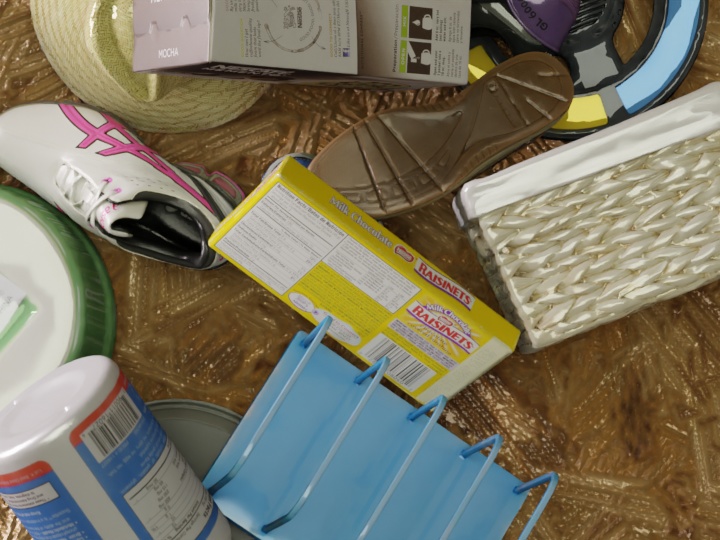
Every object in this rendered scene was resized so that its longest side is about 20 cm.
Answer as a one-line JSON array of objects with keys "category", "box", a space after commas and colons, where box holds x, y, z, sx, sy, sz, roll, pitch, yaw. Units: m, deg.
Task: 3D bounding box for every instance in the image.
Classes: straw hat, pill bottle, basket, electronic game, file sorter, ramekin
[{"category": "straw hat", "box": [-0.148, -0.167, 1.538, 0.199, 0.085, 0.203, 4, 119, 7]}, {"category": "pill bottle", "box": [-0.155, 0.165, 1.484, 0.112, 0.112, 0.201, -33, 109, -3]}, {"category": "basket", "box": [0.176, -0.032, 1.551, 0.199, 0.136, 0.124, -22, 87, -2]}, {"category": "electronic game", "box": [0.149, -0.192, 1.607, 0.198, 0.042, 0.202, -1, 83, 5]}, {"category": "file sorter", "box": [0.014, 0.144, 1.516, 0.199, 0.123, 0.139, 34, 74, -4]}, {"category": "ramekin", "box": [-0.273, 0.033, 1.562, 0.198, 0.098, 0.202, 0, 84, 0]}]

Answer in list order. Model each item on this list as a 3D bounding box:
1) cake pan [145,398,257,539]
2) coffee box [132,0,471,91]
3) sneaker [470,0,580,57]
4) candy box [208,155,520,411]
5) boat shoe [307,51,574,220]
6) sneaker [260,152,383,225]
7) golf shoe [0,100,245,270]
[{"category": "cake pan", "box": [-0.131, 0.190, 1.578, 0.198, 0.037, 0.202, 0, 84, 0]}, {"category": "coffee box", "box": [-0.039, -0.165, 1.484, 0.199, 0.113, 0.081, 2, 91, -33]}, {"category": "sneaker", "box": [0.055, -0.206, 1.572, 0.199, 0.076, 0.088, 26, 94, 14]}, {"category": "candy box", "box": [0.002, 0.011, 1.517, 0.199, 0.102, 0.027, 37, 46, -12]}, {"category": "boat shoe", "box": [0.053, -0.082, 1.546, 0.199, 0.072, 0.072, -29, 77, -11]}, {"category": "sneaker", "box": [0.000, 0.000, 1.572, 0.077, 0.085, 0.200, -44, 87, -4]}, {"category": "golf shoe", "box": [-0.173, -0.061, 1.569, 0.199, 0.092, 0.073, 22, 110, 4]}]
